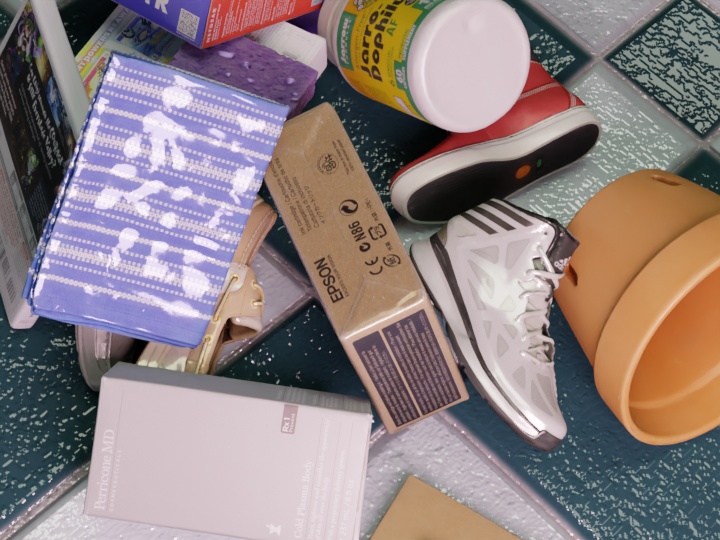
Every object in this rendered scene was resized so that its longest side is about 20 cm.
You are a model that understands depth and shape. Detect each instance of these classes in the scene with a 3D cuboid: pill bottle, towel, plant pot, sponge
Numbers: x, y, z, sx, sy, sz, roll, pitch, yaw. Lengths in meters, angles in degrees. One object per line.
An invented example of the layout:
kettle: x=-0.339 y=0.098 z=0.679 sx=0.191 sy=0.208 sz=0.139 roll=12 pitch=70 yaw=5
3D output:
pill bottle: x=0.045 y=-0.191 z=1.321 sx=0.112 sy=0.114 sz=0.200 roll=-26 pitch=28 yaw=-20
towel: x=-0.148 y=-0.045 z=1.135 sx=0.144 sy=0.201 sz=0.024 roll=16 pitch=14 yaw=-26
plant pot: x=0.242 y=0.015 z=1.224 sx=0.199 sy=0.201 sz=0.140 roll=-24 pitch=48 yaw=-19
sponge: x=-0.121 y=-0.117 z=1.248 sx=0.111 sy=0.030 sz=0.201 roll=25 pitch=48 yaw=6

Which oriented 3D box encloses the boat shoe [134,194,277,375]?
boat shoe: x=-0.109 y=0.034 z=1.238 sx=0.069 sy=0.074 sz=0.201 roll=26 pitch=70 yaw=6

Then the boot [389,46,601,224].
boot: x=0.089 y=-0.128 z=1.361 sx=0.199 sy=0.073 sz=0.145 roll=-24 pitch=57 yaw=-19

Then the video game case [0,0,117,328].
video game case: x=-0.259 y=-0.087 z=1.236 sx=0.023 sy=0.182 sz=0.201 roll=1 pitch=54 yaw=-37

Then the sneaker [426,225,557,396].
sneaker: x=0.101 y=0.051 z=1.259 sx=0.081 sy=0.074 sz=0.201 roll=-21 pitch=64 yaw=16

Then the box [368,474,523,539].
box: x=0.056 y=0.267 z=1.137 sx=0.163 sy=0.021 sz=0.200 roll=29 pitch=60 yaw=11

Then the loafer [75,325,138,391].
loafer: x=-0.177 y=-0.003 z=1.229 sx=0.069 sy=0.070 sz=0.202 roll=5 pitch=79 yaw=12

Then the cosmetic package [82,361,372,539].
cosmetic package: x=-0.095 y=0.135 z=1.145 sx=0.198 sy=0.090 sz=0.108 roll=6 pitch=94 yaw=-3

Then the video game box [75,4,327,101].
video game box: x=-0.155 y=-0.153 z=1.345 sx=0.181 sy=0.047 sz=0.201 roll=28 pitch=65 yaw=14

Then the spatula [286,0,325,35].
spatula: x=-0.073 y=-0.175 z=1.393 sx=0.056 sy=0.021 sz=0.201 roll=25 pitch=63 yaw=18

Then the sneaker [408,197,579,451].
sneaker: x=0.124 y=0.027 z=1.170 sx=0.115 sy=0.076 sz=0.201 roll=-37 pitch=61 yaw=16

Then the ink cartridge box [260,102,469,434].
ink cartridge box: x=0.000 y=0.000 z=1.195 sx=0.075 sy=0.165 sz=0.201 roll=-26 pitch=56 yaw=-1

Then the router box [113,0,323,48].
router box: x=-0.154 y=-0.271 z=1.350 sx=0.199 sy=0.049 sz=0.179 roll=31 pitch=33 yaw=22
